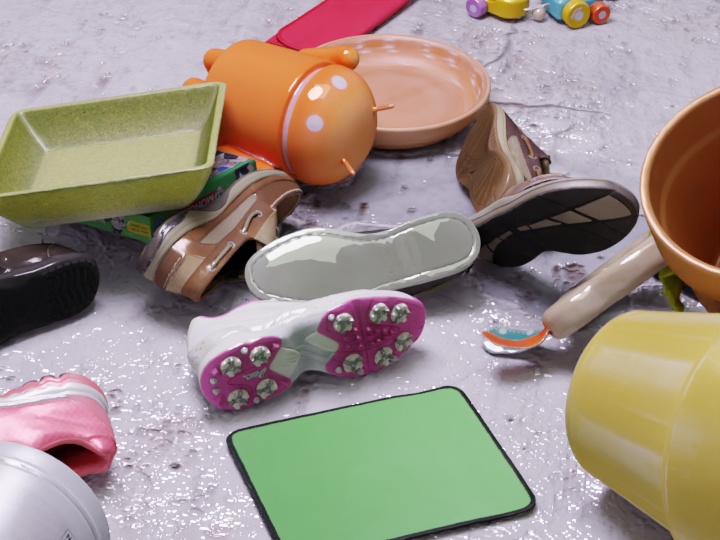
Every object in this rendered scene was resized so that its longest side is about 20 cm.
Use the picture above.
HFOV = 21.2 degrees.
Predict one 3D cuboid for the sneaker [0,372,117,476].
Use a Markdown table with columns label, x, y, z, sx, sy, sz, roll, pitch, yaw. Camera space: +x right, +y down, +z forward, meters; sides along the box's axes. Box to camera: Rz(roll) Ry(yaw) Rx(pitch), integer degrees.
| label | x | y | z | sx | sy | sz | roll | pitch | yaw |
| --- | --- | --- | --- | --- | --- | --- | --- | --- | --- |
| sneaker | -0.271 | 0.131 | 1.396 | 0.199 | 0.074 | 0.087 | -13 | 38 | -21 |

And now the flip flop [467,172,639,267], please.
| label | x | y | z | sx | sy | sz | roll | pitch | yaw |
| --- | --- | --- | --- | --- | --- | --- | --- | --- | --- |
| flip flop | 0.156 | -0.050 | 1.610 | 0.081 | 0.200 | 0.058 | 37 | 64 | -19 |

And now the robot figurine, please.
| label | x | y | z | sx | sy | sz | roll | pitch | yaw |
| --- | --- | --- | --- | --- | --- | --- | --- | --- | --- |
| robot figurine | -0.068 | -0.148 | 1.776 | 0.199 | 0.117 | 0.144 | 20 | 25 | 30 |

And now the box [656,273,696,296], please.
| label | x | y | z | sx | sy | sz | roll | pitch | yaw |
| --- | --- | --- | --- | --- | --- | --- | --- | --- | --- |
| box | 0.386 | -0.041 | 1.647 | 0.196 | 0.118 | 0.200 | -28 | 45 | -37 |

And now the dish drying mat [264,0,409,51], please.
| label | x | y | z | sx | sy | sz | roll | pitch | yaw |
| --- | --- | --- | --- | --- | --- | --- | --- | --- | --- |
| dish drying mat | -0.018 | -0.272 | 2.058 | 0.077 | 0.018 | 0.200 | 21 | 38 | 25 |

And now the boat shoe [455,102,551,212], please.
| label | x | y | z | sx | sy | sz | roll | pitch | yaw |
| --- | --- | --- | --- | --- | --- | --- | --- | --- | --- |
| boat shoe | 0.139 | -0.090 | 1.765 | 0.072 | 0.072 | 0.200 | 28 | 18 | -16 |

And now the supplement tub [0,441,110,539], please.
| label | x | y | z | sx | sy | sz | roll | pitch | yaw |
| --- | --- | --- | --- | --- | --- | --- | --- | --- | --- |
| supplement tub | -0.255 | 0.217 | 1.218 | 0.131 | 0.132 | 0.200 | 10 | 35 | 13 |

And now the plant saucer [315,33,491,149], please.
| label | x | y | z | sx | sy | sz | roll | pitch | yaw |
| --- | --- | --- | --- | --- | --- | --- | --- | --- | --- |
| plant saucer | 0.029 | -0.174 | 1.897 | 0.199 | 0.038 | 0.200 | 1 | 33 | -1 |

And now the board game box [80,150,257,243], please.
| label | x | y | z | sx | sy | sz | roll | pitch | yaw |
| --- | --- | --- | --- | --- | --- | --- | --- | --- | --- |
| board game box | -0.209 | -0.081 | 1.722 | 0.199 | 0.029 | 0.134 | 16 | 36 | 39 |

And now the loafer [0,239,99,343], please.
| label | x | y | z | sx | sy | sz | roll | pitch | yaw |
| --- | --- | --- | --- | --- | --- | --- | --- | --- | --- |
| loafer | -0.313 | 0.023 | 1.567 | 0.199 | 0.073 | 0.071 | -14 | 30 | -35 |

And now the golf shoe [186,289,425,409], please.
| label | x | y | z | sx | sy | sz | roll | pitch | yaw |
| --- | --- | --- | --- | --- | --- | --- | --- | --- | --- |
| golf shoe | -0.046 | 0.045 | 1.538 | 0.199 | 0.076 | 0.092 | -13 | 33 | -22 |

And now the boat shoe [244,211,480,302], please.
| label | x | y | z | sx | sy | sz | roll | pitch | yaw |
| --- | --- | --- | --- | --- | --- | --- | --- | --- | --- |
| boat shoe | 0.000 | 0.000 | 1.620 | 0.200 | 0.061 | 0.072 | -9 | 74 | -10 |

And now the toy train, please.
| label | x | y | z | sx | sy | sz | roll | pitch | yaw |
| --- | --- | --- | --- | --- | --- | --- | --- | --- | --- |
| toy train | 0.187 | -0.326 | 2.115 | 0.199 | 0.056 | 0.150 | 10 | 35 | 12 |

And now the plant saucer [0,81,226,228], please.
| label | x | y | z | sx | sy | sz | roll | pitch | yaw |
| --- | --- | --- | --- | --- | --- | --- | --- | --- | --- |
| plant saucer | -0.215 | -0.095 | 1.660 | 0.199 | 0.048 | 0.200 | -8 | 26 | 3 |

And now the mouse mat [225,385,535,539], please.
| label | x | y | z | sx | sy | sz | roll | pitch | yaw |
| --- | --- | --- | --- | --- | --- | --- | --- | --- | --- |
| mouse mat | 0.014 | 0.150 | 1.442 | 0.199 | 0.008 | 0.161 | -10 | 36 | -18 |

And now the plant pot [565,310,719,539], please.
| label | x | y | z | sx | sy | sz | roll | pitch | yaw |
| --- | --- | --- | --- | --- | --- | --- | --- | --- | --- |
| plant pot | 0.255 | 0.110 | 1.362 | 0.200 | 0.202 | 0.189 | -25 | 28 | -34 |

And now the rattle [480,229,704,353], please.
| label | x | y | z | sx | sy | sz | roll | pitch | yaw |
| --- | --- | --- | --- | --- | --- | --- | --- | --- | --- |
| rattle | 0.211 | 0.055 | 1.573 | 0.200 | 0.143 | 0.130 | -37 | 16 | -24 |

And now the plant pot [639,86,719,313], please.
| label | x | y | z | sx | sy | sz | roll | pitch | yaw |
| --- | --- | --- | --- | --- | --- | --- | --- | --- | --- |
| plant pot | 0.319 | -0.030 | 1.449 | 0.199 | 0.140 | 0.201 | -9 | 50 | 11 |

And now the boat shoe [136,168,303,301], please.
| label | x | y | z | sx | sy | sz | roll | pitch | yaw |
| --- | --- | --- | --- | --- | --- | --- | --- | --- | --- |
| boat shoe | -0.108 | -0.023 | 1.643 | 0.074 | 0.076 | 0.200 | 40 | 38 | 13 |
